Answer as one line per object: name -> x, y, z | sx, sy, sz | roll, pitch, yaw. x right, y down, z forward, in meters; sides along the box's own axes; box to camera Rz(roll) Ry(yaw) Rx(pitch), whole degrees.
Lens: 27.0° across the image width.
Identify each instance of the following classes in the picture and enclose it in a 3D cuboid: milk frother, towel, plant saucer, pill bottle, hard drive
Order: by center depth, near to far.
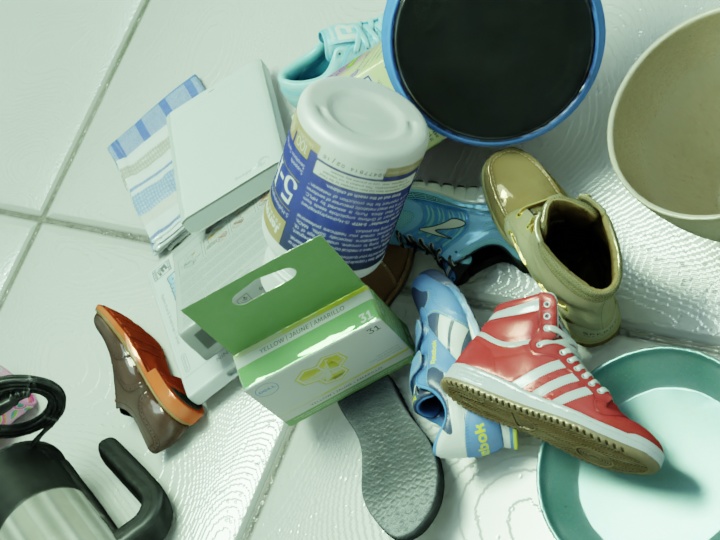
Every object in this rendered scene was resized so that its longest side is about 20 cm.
plant saucer -> 0.241, 0.160, 1.223 | 0.199, 0.036, 0.201 | -17, 56, 27
pill bottle -> -0.023, -0.061, 1.343 | 0.120, 0.119, 0.200 | 60, 141, 41
milk frother -> -0.306, 0.226, 1.464 | 0.181, 0.200, 0.188 | -47, 48, -3
hard drive -> -0.146, -0.139, 1.633 | 0.132, 0.026, 0.200 | -30, 39, 12
towel -> -0.211, -0.125, 1.719 | 0.147, 0.024, 0.200 | -39, 48, 10

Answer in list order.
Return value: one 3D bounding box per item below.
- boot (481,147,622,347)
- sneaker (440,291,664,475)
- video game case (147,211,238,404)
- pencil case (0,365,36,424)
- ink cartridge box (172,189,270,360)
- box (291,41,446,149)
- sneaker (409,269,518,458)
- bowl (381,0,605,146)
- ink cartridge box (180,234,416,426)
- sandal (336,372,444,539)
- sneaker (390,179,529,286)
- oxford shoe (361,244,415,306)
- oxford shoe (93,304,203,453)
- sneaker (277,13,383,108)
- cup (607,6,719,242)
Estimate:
boot -> 0.163, -0.042, 1.281 | 0.073, 0.156, 0.201 | -25, 70, -1
sneaker -> 0.176, 0.088, 1.240 | 0.199, 0.071, 0.113 | 22, 66, 29
video game case -> -0.131, 0.016, 1.569 | 0.182, 0.024, 0.200 | -38, 44, 12
pencil case -> -0.453, 0.188, 1.668 | 0.200, 0.087, 0.087 | -49, 47, 3
ink cartridge box -> -0.118, -0.013, 1.541 | 0.162, 0.057, 0.200 | -39, 21, 9
box -> 0.053, -0.179, 1.456 | 0.200, 0.097, 0.176 | -30, 12, 16
sneaker -> 0.075, 0.083, 1.344 | 0.082, 0.074, 0.200 | -21, 52, -2
bowl -> 0.118, -0.206, 1.325 | 0.200, 0.201, 0.039 | -37, 11, 12
ink cartridge box -> -0.050, 0.059, 1.339 | 0.145, 0.200, 0.048 | -28, 59, 10
sandal -> 0.033, 0.165, 1.371 | 0.076, 0.043, 0.200 | -29, 41, 10
sneaker -> 0.077, -0.032, 1.406 | 0.199, 0.078, 0.090 | 1, 75, 18
oxford shoe -> 0.000, 0.000, 1.465 | 0.071, 0.071, 0.201 | 2, 64, 39
oxford shoe -> -0.242, 0.109, 1.574 | 0.073, 0.071, 0.200 | -49, 48, 8
sneaker -> 0.000, -0.235, 1.593 | 0.200, 0.082, 0.074 | -36, 50, 13
cup -> 0.324, -0.100, 1.242 | 0.200, 0.143, 0.201 | -17, 56, 26
